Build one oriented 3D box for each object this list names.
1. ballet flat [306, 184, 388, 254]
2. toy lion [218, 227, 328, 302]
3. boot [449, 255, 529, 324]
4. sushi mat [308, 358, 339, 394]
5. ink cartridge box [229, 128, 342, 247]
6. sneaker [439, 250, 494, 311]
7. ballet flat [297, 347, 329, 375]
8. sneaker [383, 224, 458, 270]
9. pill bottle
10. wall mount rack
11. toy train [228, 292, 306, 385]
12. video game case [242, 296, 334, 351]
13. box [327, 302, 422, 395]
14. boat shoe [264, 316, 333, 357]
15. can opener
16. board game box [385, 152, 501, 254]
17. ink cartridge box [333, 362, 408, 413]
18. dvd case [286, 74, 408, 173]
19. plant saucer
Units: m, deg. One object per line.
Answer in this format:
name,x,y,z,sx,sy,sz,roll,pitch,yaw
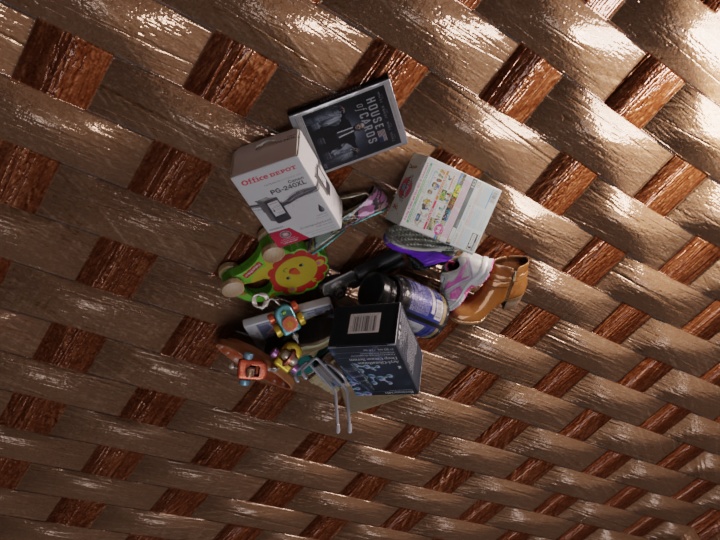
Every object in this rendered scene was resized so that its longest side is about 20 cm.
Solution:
ballet flat,-0.038,-0.112,1.531,0.199,0.069,0.071,-31,107,5
toy lion,-0.175,0.003,1.601,0.200,0.069,0.191,-38,137,20
boot,0.300,0.040,1.743,0.199,0.074,0.155,-18,141,-19
sushi mat,-0.034,0.242,1.881,0.200,0.012,0.095,-41,129,21
ink cartridge box,-0.139,-0.154,1.430,0.144,0.084,0.200,-16,135,17
sneaker,0.217,0.017,1.705,0.088,0.082,0.200,34,130,-6
ballet flat,-0.100,0.188,1.753,0.071,0.072,0.200,19,141,-29
sneaker,0.125,-0.040,1.616,0.199,0.070,0.100,5,138,-32
pill bottle,0.094,0.074,1.642,0.199,0.112,0.112,24,122,-37
wall mount rack,-0.070,0.274,1.657,0.075,0.174,0.200,-42,-179,-18
toy train,-0.191,0.154,1.580,0.149,0.056,0.202,12,93,-14
video game case,-0.151,0.129,1.700,0.199,0.023,0.182,-16,154,-1
box,0.036,0.171,1.588,0.147,0.108,0.200,-5,140,19
boat shoe,-0.116,0.161,1.668,0.199,0.072,0.076,-18,135,28
can opener,0.000,0.000,1.653,0.199,0.067,0.054,-27,134,-8
board game box,0.171,-0.135,1.524,0.199,0.064,0.148,20,97,-31
ink cartridge box,0.043,0.268,1.858,0.199,0.075,0.165,-16,144,-5
dvd case,-0.021,-0.271,1.413,0.199,0.025,0.151,-19,134,4
plant saucer,-0.237,0.209,1.706,0.200,0.200,0.032,46,66,-40
